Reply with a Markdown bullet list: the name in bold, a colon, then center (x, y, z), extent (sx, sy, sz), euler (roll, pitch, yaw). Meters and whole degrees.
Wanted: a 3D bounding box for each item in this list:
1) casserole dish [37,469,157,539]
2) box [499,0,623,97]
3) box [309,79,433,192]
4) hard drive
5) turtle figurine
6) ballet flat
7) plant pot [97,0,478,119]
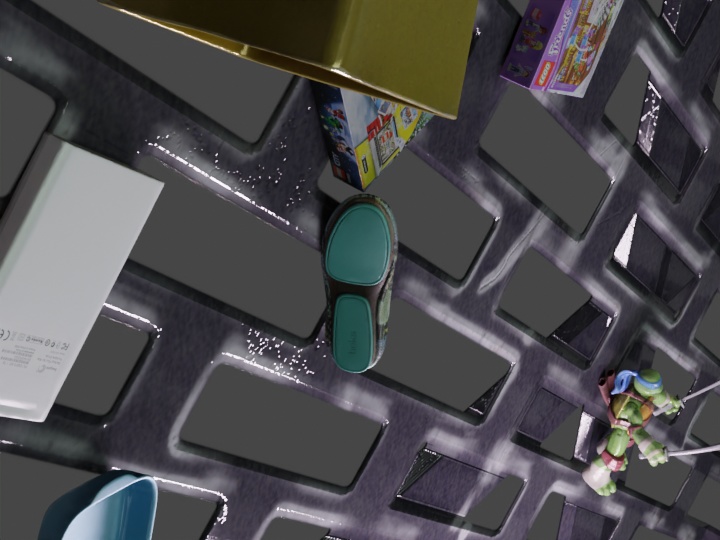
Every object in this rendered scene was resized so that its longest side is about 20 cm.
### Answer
- **casserole dish**: center (-0.228, 0.246, 1.441), extent (0.121, 0.039, 0.200), euler (-26, 136, -49)
- **box**: center (0.219, -0.274, 1.730), extent (0.137, 0.039, 0.200), euler (-2, 117, -60)
- **box**: center (0.016, -0.179, 1.467), extent (0.137, 0.038, 0.200), euler (-49, 151, -24)
- **hard drive**: center (-0.225, 0.009, 1.235), extent (0.200, 0.026, 0.132), euler (-63, 153, 3)
- **turtle figurine**: center (0.403, 0.230, 2.387), extent (0.200, 0.144, 0.194), euler (11, 134, -20)
- **ballet flat**: center (0.000, 0.000, 1.595), extent (0.074, 0.074, 0.200), euler (-34, 145, -42)
- **plant pot**: center (-0.026, -0.236, 1.188), extent (0.194, 0.195, 0.200), euler (11, 96, -62)
